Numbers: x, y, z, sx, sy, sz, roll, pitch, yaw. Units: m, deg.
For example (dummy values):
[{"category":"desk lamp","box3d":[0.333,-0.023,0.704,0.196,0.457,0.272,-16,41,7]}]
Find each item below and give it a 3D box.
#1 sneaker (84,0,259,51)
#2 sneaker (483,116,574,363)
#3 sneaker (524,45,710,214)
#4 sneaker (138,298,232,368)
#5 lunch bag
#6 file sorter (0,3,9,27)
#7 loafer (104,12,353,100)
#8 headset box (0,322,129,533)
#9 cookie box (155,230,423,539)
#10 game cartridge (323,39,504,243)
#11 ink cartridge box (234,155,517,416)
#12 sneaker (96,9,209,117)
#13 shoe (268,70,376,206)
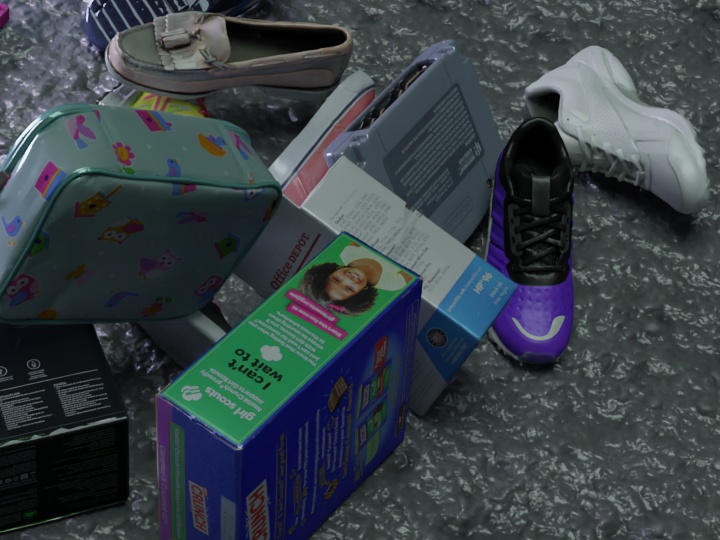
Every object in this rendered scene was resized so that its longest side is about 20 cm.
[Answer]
[{"category":"sneaker","box3d":[-0.141,-0.237,1.828,0.199,0.082,0.074,-27,81,-8]},{"category":"sneaker","box3d":[0.130,-0.031,1.626,0.069,0.100,0.201,3,58,-5]},{"category":"sneaker","box3d":[0.205,-0.100,1.745,0.099,0.078,0.200,-24,45,-19]},{"category":"sneaker","box3d":[-0.127,0.004,1.590,0.099,0.071,0.200,-36,56,-28]},{"category":"lunch bag","box3d":[-0.167,-0.032,1.440,0.199,0.161,0.077,2,47,-43]},{"category":"file sorter","box3d":[-0.412,-0.251,1.760,0.199,0.126,0.139,22,48,13]},{"category":"loafer","box3d":[-0.101,-0.179,1.693,0.199,0.063,0.072,1,58,-25]},{"category":"headset box","box3d":[-0.270,0.078,1.485,0.173,0.093,0.200,-13,49,-18]},{"category":"cookie box","box3d":[-0.048,0.100,1.441,0.075,0.172,0.200,29,49,23]},{"category":"game cartridge","box3d":[0.048,-0.078,1.653,0.040,0.134,0.200,-11,23,37]},{"category":"ink cartridge box","box3d":[0.000,0.000,1.545,0.200,0.116,0.068,37,51,3]},{"category":"sneaker","box3d":[-0.152,-0.129,1.723,0.090,0.078,0.200,27,54,7]},{"category":"shoe","box3d":[-0.012,-0.082,1.698,0.091,0.072,0.200,39,37,-2]}]
